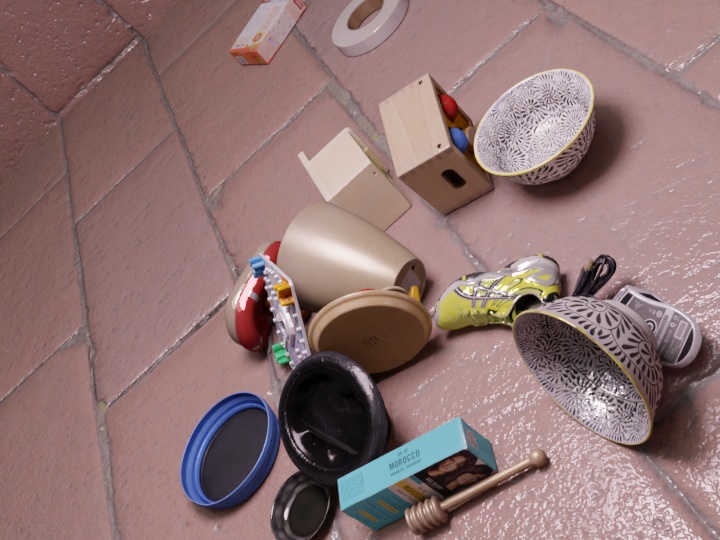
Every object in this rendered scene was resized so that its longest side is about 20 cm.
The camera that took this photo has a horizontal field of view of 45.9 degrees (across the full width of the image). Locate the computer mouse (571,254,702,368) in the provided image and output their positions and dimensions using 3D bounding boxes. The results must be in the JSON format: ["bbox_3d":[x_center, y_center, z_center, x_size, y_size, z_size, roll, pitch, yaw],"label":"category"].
[{"bbox_3d":[0.345,0.061,1.062,0.200,0.044,0.110,37,109,48],"label":"computer mouse"}]

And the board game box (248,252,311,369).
[{"bbox_3d":[-0.124,0.088,1.364,0.026,0.201,0.200,-18,19,-16],"label":"board game box"}]

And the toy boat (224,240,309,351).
[{"bbox_3d":[-0.151,0.054,1.523,0.130,0.131,0.201,21,71,20],"label":"toy boat"}]

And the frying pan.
[{"bbox_3d":[-0.095,0.381,1.230,0.114,0.031,0.191,-7,56,41],"label":"frying pan"}]

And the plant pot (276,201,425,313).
[{"bbox_3d":[0.000,0.000,1.374,0.199,0.187,0.188,17,69,35],"label":"plant pot"}]

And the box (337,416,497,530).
[{"bbox_3d":[0.073,0.271,1.121,0.199,0.082,0.049,-32,41,21],"label":"box"}]

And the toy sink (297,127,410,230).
[{"bbox_3d":[-0.012,-0.170,1.555,0.112,0.130,0.200,-42,37,7],"label":"toy sink"}]

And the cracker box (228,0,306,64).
[{"bbox_3d":[-0.247,-0.641,2.262,0.134,0.058,0.201,15,70,49],"label":"cracker box"}]

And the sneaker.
[{"bbox_3d":[0.190,0.045,1.211,0.199,0.075,0.077,-27,41,28],"label":"sneaker"}]

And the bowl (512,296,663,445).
[{"bbox_3d":[0.284,0.097,0.996,0.094,0.201,0.200,-40,34,-18],"label":"bowl"}]

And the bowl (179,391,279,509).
[{"bbox_3d":[-0.215,0.300,1.413,0.200,0.039,0.202,-27,42,26],"label":"bowl"}]

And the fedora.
[{"bbox_3d":[-0.025,0.216,1.238,0.199,0.091,0.202,-9,74,35],"label":"fedora"}]

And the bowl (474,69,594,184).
[{"bbox_3d":[0.284,-0.201,1.307,0.200,0.094,0.202,-26,43,27],"label":"bowl"}]

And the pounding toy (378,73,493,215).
[{"bbox_3d":[0.150,-0.218,1.416,0.142,0.200,0.185,-28,56,24],"label":"pounding toy"}]

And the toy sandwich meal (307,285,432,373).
[{"bbox_3d":[0.012,0.082,1.267,0.204,0.205,0.071,-30,43,22],"label":"toy sandwich meal"}]

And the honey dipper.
[{"bbox_3d":[0.148,0.279,1.079,0.199,0.038,0.038,-31,40,17],"label":"honey dipper"}]

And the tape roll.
[{"bbox_3d":[0.022,-0.582,1.962,0.202,0.037,0.204,-27,42,27],"label":"tape roll"}]
